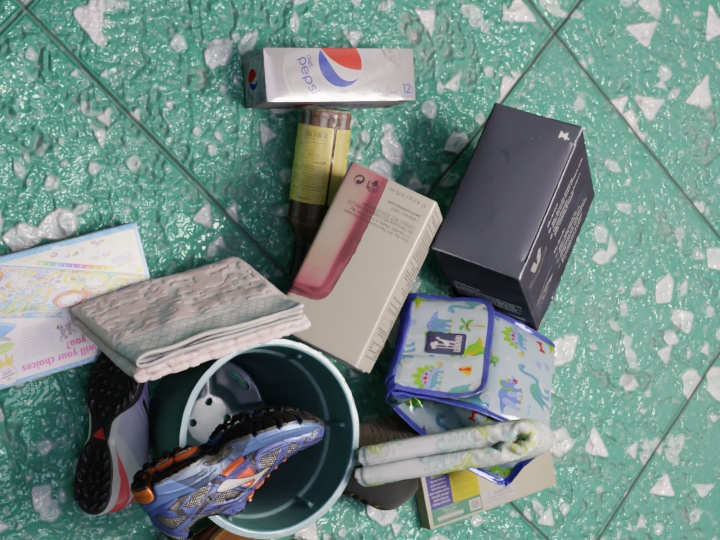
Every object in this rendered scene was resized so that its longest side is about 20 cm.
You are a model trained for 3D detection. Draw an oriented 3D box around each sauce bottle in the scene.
[{"bbox_3d":[-0.052,-0.089,1.470,0.064,0.065,0.203,4,101,-27],"label":"sauce bottle"}]

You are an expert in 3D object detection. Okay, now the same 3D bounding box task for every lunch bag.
[{"bbox_3d":[0.128,0.129,1.512,0.198,0.128,0.171,27,41,-11],"label":"lunch bag"}]

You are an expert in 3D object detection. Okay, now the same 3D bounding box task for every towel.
[{"bbox_3d":[-0.178,0.044,1.310,0.198,0.191,0.033,-17,114,-26],"label":"towel"},{"bbox_3d":[0.103,0.195,1.357,0.198,0.171,0.049,-12,83,13],"label":"towel"}]

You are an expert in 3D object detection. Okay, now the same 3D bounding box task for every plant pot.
[{"bbox_3d":[-0.131,0.170,1.365,0.198,0.196,0.203,0,90,-26],"label":"plant pot"}]

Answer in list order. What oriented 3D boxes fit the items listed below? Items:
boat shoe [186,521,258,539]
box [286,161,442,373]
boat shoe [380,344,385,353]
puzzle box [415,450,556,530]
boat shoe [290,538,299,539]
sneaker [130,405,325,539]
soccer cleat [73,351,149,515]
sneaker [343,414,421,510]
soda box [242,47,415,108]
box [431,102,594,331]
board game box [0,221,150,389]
[{"bbox_3d":[-0.182,0.323,1.395,0.200,0.070,0.071,-43,130,-12],"label":"boat shoe"},{"bbox_3d":[0.000,0.000,1.406,0.108,0.128,0.202,26,86,9],"label":"box"},{"bbox_3d":[0.021,-0.001,1.515,0.073,0.075,0.203,-1,91,-30],"label":"boat shoe"},{"bbox_3d":[0.153,0.235,1.607,0.198,0.025,0.135,-13,96,-27],"label":"puzzle box"},{"bbox_3d":[-0.073,0.352,1.462,0.198,0.074,0.074,6,87,-28],"label":"boat shoe"},{"bbox_3d":[-0.123,0.193,1.228,0.198,0.075,0.079,-24,109,-17],"label":"sneaker"},{"bbox_3d":[-0.256,0.162,1.368,0.073,0.068,0.203,8,93,-62],"label":"soccer cleat"},{"bbox_3d":[-0.020,0.246,1.493,0.197,0.075,0.107,-10,123,-10],"label":"sneaker"},{"bbox_3d":[-0.036,-0.226,1.491,0.198,0.068,0.064,-4,91,-27],"label":"soda box"},{"bbox_3d":[0.189,-0.061,1.523,0.116,0.200,0.198,20,76,20],"label":"box"},{"bbox_3d":[-0.321,0.037,1.359,0.198,0.034,0.136,-16,97,-27],"label":"board game box"}]
